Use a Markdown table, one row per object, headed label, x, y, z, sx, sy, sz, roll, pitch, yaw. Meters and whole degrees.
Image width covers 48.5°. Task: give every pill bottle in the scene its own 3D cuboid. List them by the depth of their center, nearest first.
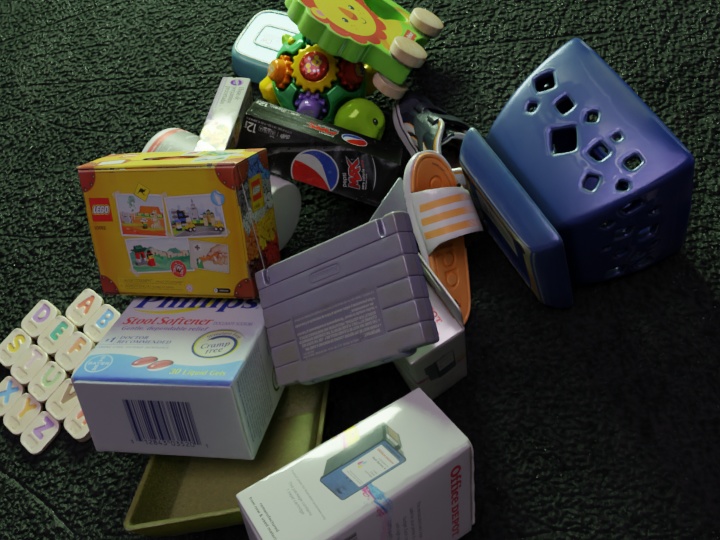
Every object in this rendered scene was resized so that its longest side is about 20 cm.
| label | x | y | z | sx | sy | sz | roll | pitch | yaw |
| --- | --- | --- | --- | --- | --- | --- | --- | --- | --- |
| pill bottle | -0.181 | -0.100 | 1.027 | 0.199 | 0.114 | 0.114 | 24 | 71 | 23 |

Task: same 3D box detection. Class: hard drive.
| label | x | y | z | sx | sy | sz | roll | pitch | yaw |
| --- | --- | --- | --- | --- | --- | --- | --- | --- | --- |
| hard drive | 0.000 | 0.000 | 0.922 | 0.042 | 0.135 | 0.201 | 32 | 76 | 5 |

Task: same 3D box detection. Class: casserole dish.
| label | x | y | z | sx | sy | sz | roll | pitch | yaw |
| --- | --- | --- | --- | --- | --- | --- | --- | --- | --- |
| casserole dish | -0.105 | -0.323 | 1.167 | 0.199 | 0.039 | 0.122 | 23 | 71 | 24 |

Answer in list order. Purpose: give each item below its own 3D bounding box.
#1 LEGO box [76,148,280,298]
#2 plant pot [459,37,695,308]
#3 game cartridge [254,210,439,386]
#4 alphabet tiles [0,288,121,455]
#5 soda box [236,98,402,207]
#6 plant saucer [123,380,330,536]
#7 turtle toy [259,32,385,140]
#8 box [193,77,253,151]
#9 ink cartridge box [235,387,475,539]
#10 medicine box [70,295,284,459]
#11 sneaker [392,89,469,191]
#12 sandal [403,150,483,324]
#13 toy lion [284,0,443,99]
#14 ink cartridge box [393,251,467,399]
| label | x | y | z | sx | sy | sz | roll | pitch | yaw |
| --- | --- | --- | --- | --- | --- | --- | --- | --- | --- |
| LEGO box | -0.200 | -0.053 | 0.892 | 0.198 | 0.151 | 0.077 | 1 | 20 | 19 |
| plant pot | 0.225 | -0.089 | 0.875 | 0.179 | 0.200 | 0.201 | -33 | 60 | 3 |
| game cartridge | -0.018 | 0.035 | 0.786 | 0.199 | 0.038 | 0.131 | -21 | 82 | 38 |
| alphabet tiles | -0.380 | 0.124 | 1.018 | 0.199 | 0.015 | 0.196 | 33 | 75 | 27 |
| soda box | -0.050 | -0.145 | 0.991 | 0.198 | 0.064 | 0.071 | 18 | 27 | -2 |
| plant saucer | -0.127 | 0.202 | 0.852 | 0.198 | 0.048 | 0.201 | -12 | 27 | 10 |
| turtle toy | -0.041 | -0.239 | 1.058 | 0.145 | 0.101 | 0.200 | -40 | 85 | 1 |
| box | -0.170 | -0.173 | 0.992 | 0.038 | 0.042 | 0.201 | 4 | 42 | 2 |
| ink cartridge box | 0.003 | 0.222 | 0.725 | 0.199 | 0.146 | 0.088 | -26 | 45 | -19 |
| medicine box | -0.181 | 0.100 | 0.882 | 0.180 | 0.104 | 0.201 | -1 | 31 | 13 |
| sneaker | 0.099 | -0.164 | 0.993 | 0.078 | 0.080 | 0.202 | 8 | 51 | -32 |
| sandal | 0.106 | -0.033 | 0.889 | 0.079 | 0.209 | 0.059 | -22 | 15 | -36 |
| toy lion | 0.000 | -0.319 | 1.032 | 0.191 | 0.069 | 0.201 | 33 | 37 | -5 |
| ink cartridge box | 0.052 | 0.053 | 0.831 | 0.067 | 0.200 | 0.118 | -32 | 65 | -6 |
